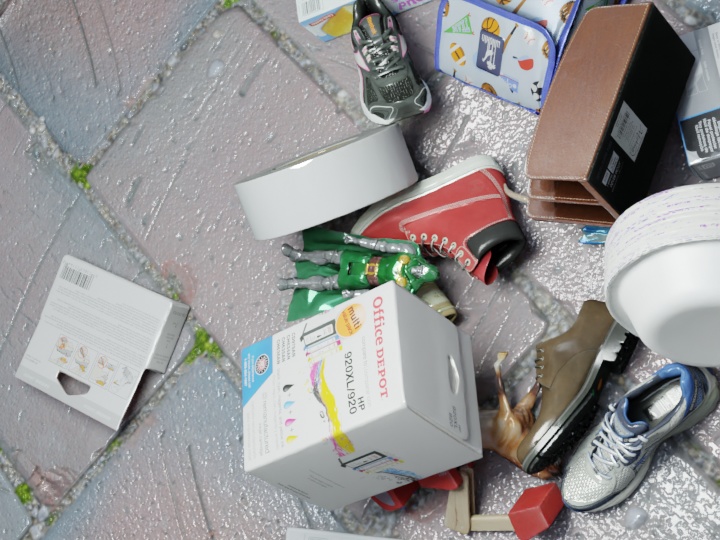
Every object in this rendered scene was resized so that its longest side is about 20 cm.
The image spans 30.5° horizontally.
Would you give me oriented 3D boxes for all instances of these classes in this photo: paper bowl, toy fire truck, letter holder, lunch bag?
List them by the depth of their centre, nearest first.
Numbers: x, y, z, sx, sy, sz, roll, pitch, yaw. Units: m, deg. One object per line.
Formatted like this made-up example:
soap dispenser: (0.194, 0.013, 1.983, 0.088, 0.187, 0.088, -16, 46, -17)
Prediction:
paper bowl: (0.331, 0.017, 1.240, 0.200, 0.201, 0.105, -12, 53, 26)
letter holder: (0.226, -0.156, 1.334, 0.142, 0.101, 0.200, 7, 68, 44)
toy fire truck: (0.101, 0.231, 1.405, 0.200, 0.049, 0.141, -26, 100, 39)
lunch bag: (0.185, -0.285, 1.461, 0.170, 0.124, 0.200, 30, 98, 34)

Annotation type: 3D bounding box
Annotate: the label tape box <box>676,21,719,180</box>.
label tape box: (0.419, -0.192, 1.340, 0.200, 0.066, 0.144, -18, 69, 26)

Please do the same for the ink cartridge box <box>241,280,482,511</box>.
ink cartridge box: (0.000, 0.131, 1.343, 0.200, 0.145, 0.147, -25, 51, 28)

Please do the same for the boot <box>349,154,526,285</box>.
boot: (0.082, -0.026, 1.467, 0.200, 0.072, 0.144, -27, 51, 18)

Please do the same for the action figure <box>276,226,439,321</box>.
action figure: (0.000, 0.000, 1.467, 0.200, 0.055, 0.118, 0, 82, 33)

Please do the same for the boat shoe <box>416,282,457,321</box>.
boat shoe: (0.022, 0.094, 1.486, 0.200, 0.073, 0.063, -48, 58, 10)

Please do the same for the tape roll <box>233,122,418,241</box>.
tape roll: (-0.039, -0.100, 1.491, 0.202, 0.202, 0.071, -18, 99, 25)

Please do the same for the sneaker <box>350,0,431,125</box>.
sneaker: (0.021, -0.246, 1.517, 0.080, 0.086, 0.200, -22, 42, -1)

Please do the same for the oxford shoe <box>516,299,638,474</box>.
oxford shoe: (0.208, 0.118, 1.363, 0.084, 0.073, 0.200, 27, 72, 24)

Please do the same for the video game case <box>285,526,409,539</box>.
video game case: (-0.003, 0.384, 1.457, 0.200, 0.024, 0.182, 0, 78, 29)

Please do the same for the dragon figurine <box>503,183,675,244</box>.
dragon figurine: (0.250, -0.065, 1.399, 0.200, 0.099, 0.059, -7, 60, 37)

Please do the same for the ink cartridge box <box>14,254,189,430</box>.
ink cartridge box: (-0.334, 0.092, 1.701, 0.200, 0.045, 0.177, 21, 88, 32)

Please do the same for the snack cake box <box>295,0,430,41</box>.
snack cake box: (0.017, -0.372, 1.608, 0.200, 0.067, 0.115, -17, 68, 25)

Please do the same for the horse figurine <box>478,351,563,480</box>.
horse figurine: (0.124, 0.152, 1.422, 0.200, 0.050, 0.133, 0, 95, 21)

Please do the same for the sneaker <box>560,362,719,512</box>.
sneaker: (0.266, 0.161, 1.326, 0.200, 0.085, 0.077, -49, 60, 10)
